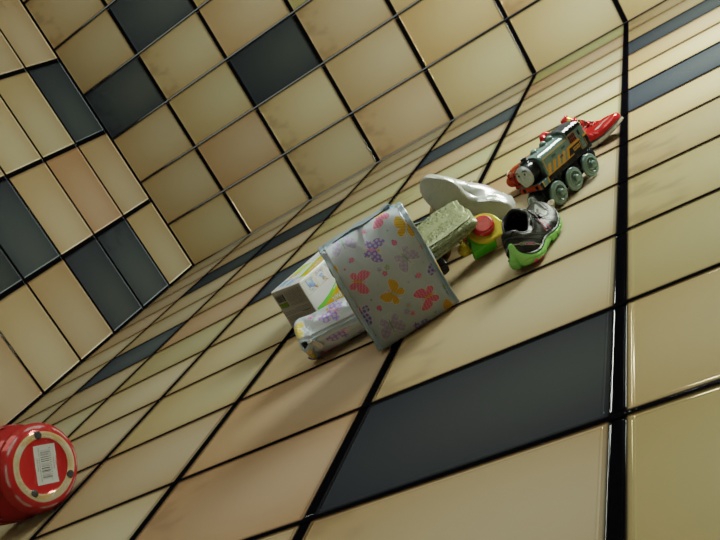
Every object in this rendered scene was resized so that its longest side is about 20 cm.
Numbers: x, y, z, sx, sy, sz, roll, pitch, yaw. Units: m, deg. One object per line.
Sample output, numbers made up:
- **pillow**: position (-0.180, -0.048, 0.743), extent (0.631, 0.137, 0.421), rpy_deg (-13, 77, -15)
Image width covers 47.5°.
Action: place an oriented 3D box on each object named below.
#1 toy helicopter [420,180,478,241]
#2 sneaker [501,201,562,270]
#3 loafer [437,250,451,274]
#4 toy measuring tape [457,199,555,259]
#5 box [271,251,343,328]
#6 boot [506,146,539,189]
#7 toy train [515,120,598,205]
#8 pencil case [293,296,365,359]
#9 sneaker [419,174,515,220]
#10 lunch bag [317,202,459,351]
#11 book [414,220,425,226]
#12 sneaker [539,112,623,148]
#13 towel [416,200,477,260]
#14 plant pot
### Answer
- **toy helicopter**: position (0.202, -0.144, 1.743), extent (0.078, 0.133, 0.200), rpy_deg (-20, 17, 43)
- **sneaker**: position (0.286, -0.078, 1.384), extent (0.076, 0.084, 0.200), rpy_deg (-24, 15, 30)
- **loafer**: position (0.145, -0.028, 1.602), extent (0.072, 0.073, 0.201), rpy_deg (-19, 25, 17)
- **toy measuring tape**: position (0.262, -0.090, 1.519), extent (0.199, 0.074, 0.074), rpy_deg (-31, 12, -3)
- **box**: position (-0.086, 0.028, 1.859), extent (0.112, 0.102, 0.200), rpy_deg (-19, 18, 46)
- **boot**: position (0.363, -0.207, 1.750), extent (0.107, 0.075, 0.200), rpy_deg (-32, 3, 13)
- **toy train**: position (0.375, -0.200, 1.572), extent (0.199, 0.115, 0.085), rpy_deg (-38, 13, -28)
- **pencil case**: position (-0.027, 0.088, 1.515), extent (0.199, 0.084, 0.091), rpy_deg (-29, -9, 11)
- **sneaker**: position (0.219, -0.153, 1.669), extent (0.089, 0.198, 0.076), rpy_deg (-62, -10, -54)
- **lunch bag**: position (0.045, 0.004, 1.394), extent (0.169, 0.201, 0.127), rpy_deg (-33, 13, -2)
- **book**: position (0.066, -0.067, 1.728), extent (0.133, 0.049, 0.199), rpy_deg (-8, 4, 41)
- **sneaker**: position (0.478, -0.306, 1.801), extent (0.199, 0.085, 0.077), rpy_deg (-21, 16, 42)
- **towel**: position (0.121, -0.053, 1.524), extent (0.199, 0.037, 0.148), rpy_deg (-38, 19, 2)
- **plant pot**: position (-0.701, 0.411, 1.674), extent (0.181, 0.202, 0.201), rpy_deg (-19, 17, 35)
